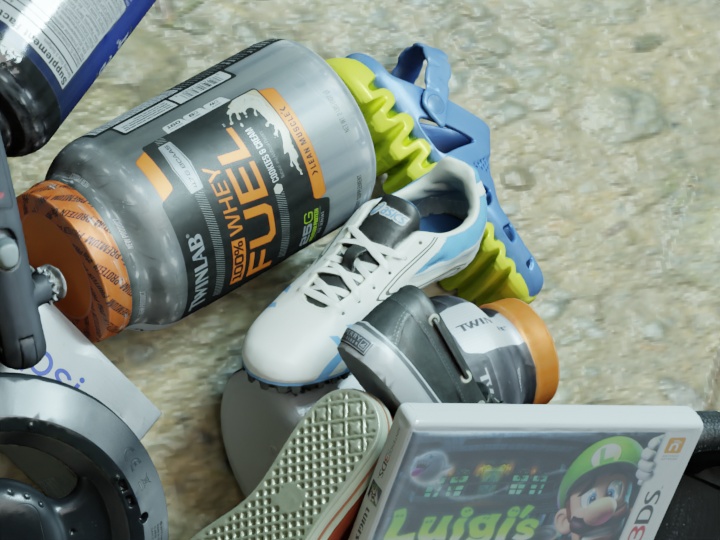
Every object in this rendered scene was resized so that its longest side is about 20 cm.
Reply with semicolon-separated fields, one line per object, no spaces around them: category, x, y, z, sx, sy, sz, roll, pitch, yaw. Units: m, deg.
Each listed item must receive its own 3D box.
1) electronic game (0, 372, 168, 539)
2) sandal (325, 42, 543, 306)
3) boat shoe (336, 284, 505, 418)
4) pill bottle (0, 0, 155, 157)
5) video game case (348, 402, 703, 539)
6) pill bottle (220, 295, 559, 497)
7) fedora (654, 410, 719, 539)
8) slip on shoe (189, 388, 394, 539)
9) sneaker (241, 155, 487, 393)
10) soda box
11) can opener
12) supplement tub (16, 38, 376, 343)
electronic game;-0.203;0.153;1.621;0.199;0.042;0.201;-5;107;-18
sandal;0.056;-0.066;1.831;0.087;0.079;0.200;-40;101;-33
boat shoe;0.058;0.088;1.677;0.057;0.069;0.200;-46;129;-12
pill bottle;-0.201;-0.138;1.684;0.112;0.112;0.200;42;63;-14
video game case;0.082;0.155;1.665;0.199;0.023;0.183;2;122;-30
pill bottle;0.024;0.078;1.762;0.199;0.106;0.107;-20;89;-30
fedora;0.193;0.184;1.831;0.199;0.092;0.202;-2;94;-24
slip on shoe;-0.045;0.154;1.645;0.200;0.074;0.061;-51;150;5
sneaker;0.000;0.000;1.710;0.200;0.072;0.073;-40;143;-34
soda box;-0.211;0.041;1.666;0.200;0.063;0.068;45;64;-13
can opener;-0.208;-0.039;1.586;0.078;0.063;0.201;-16;109;-31
supplement tub;-0.099;-0.044;1.713;0.200;0.122;0.123;-31;94;-30
